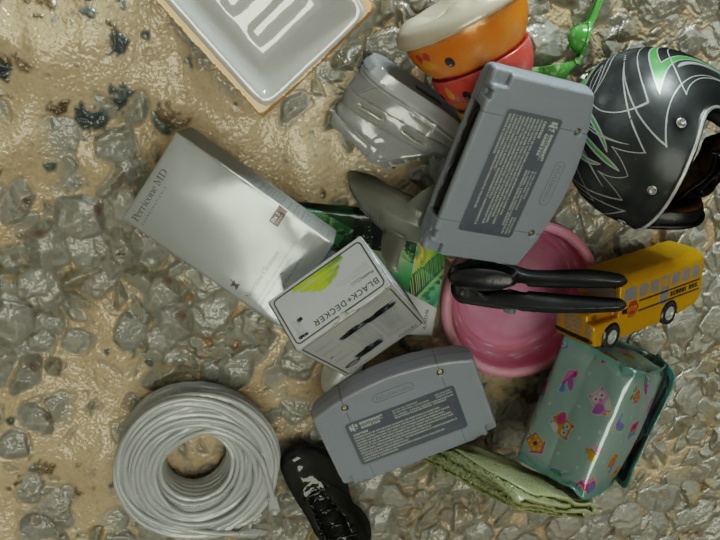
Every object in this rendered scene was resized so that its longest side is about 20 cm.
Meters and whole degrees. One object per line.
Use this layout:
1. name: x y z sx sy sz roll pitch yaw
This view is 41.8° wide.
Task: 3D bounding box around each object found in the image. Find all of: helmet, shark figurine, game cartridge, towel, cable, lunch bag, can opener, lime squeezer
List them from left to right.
1. cable: -0.194 0.227 1.128 0.196 0.069 0.203 -2 111 -10
2. game cartridge: 0.049 0.164 1.096 0.197 0.042 0.135 -20 116 3
3. shark figurine: 0.095 -0.066 1.027 0.211 0.130 0.090 5 139 -10
4. towel: 0.170 0.246 1.131 0.147 0.199 0.037 20 88 -37
5. game cartridge: 0.151 -0.102 0.954 0.131 0.042 0.202 5 122 -27
6. can opener: 0.195 0.022 1.045 0.196 0.079 0.064 7 112 9
7. lime squeezer: 0.222 -0.255 1.044 0.199 0.038 0.071 -41 83 7
8. lunch bag: 0.299 0.174 1.159 0.199 0.121 0.173 9 105 -55
9. helmet: 0.309 -0.141 1.008 0.188 0.200 0.203 -1 113 -27

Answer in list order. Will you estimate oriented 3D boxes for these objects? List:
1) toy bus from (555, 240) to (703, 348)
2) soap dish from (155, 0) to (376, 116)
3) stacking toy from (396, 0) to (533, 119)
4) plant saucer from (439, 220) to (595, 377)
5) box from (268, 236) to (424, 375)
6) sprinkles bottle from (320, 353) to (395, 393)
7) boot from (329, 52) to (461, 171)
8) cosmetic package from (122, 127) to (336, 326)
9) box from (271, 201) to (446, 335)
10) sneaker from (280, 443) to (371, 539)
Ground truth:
1. toy bus: 0.319 0.027 1.113 0.198 0.065 0.080 -15 116 -33
2. soap dish: -0.106 -0.278 0.909 0.157 0.081 0.200 -41 114 6
3. stacking toy: 0.138 -0.190 0.975 0.145 0.146 0.202 -28 108 1
4. plant saucer: 0.188 0.029 1.137 0.197 0.051 0.204 -4 113 -9
5. box: -0.008 0.043 0.990 0.116 0.200 0.061 -35 72 4
6. sprinkles bottle: 0.052 0.143 1.144 0.197 0.068 0.069 20 107 -19
7. boot: 0.062 -0.147 1.038 0.198 0.074 0.096 32 116 -19
8. cosmetic package: -0.135 -0.048 0.996 0.198 0.081 0.114 33 101 -7
9. box: 0.000 0.000 1.094 0.196 0.036 0.147 3 111 -15
10. sneaker: -0.035 0.302 1.179 0.075 0.091 0.201 -30 113 4
